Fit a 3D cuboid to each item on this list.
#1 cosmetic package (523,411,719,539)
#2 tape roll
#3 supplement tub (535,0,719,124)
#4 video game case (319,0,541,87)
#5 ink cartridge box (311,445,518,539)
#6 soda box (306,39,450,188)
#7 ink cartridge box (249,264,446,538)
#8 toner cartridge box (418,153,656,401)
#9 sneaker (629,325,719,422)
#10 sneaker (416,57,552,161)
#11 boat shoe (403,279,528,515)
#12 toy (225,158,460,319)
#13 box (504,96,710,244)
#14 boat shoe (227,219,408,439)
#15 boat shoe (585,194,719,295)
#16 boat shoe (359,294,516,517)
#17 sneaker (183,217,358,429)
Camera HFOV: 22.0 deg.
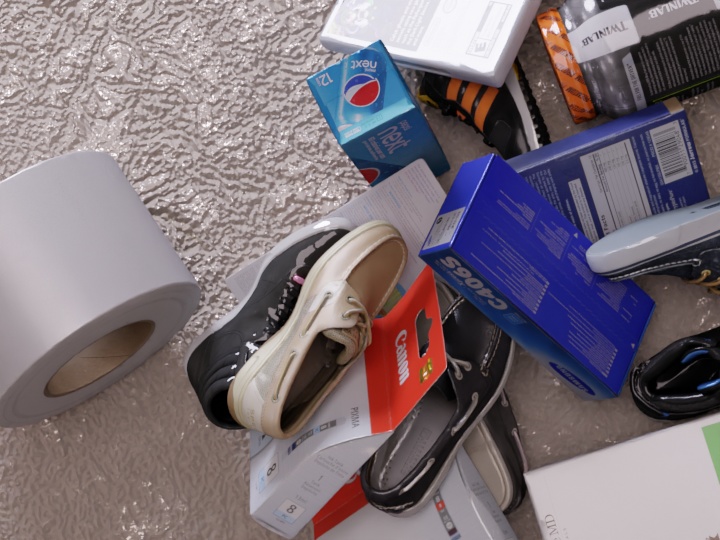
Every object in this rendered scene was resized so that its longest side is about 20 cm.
[{"bbox_3d":[0.239,0.181,1.468,0.199,0.085,0.108,-19,82,6],"label":"cosmetic package"},{"bbox_3d":[-0.249,0.017,1.520,0.202,0.203,0.139,-35,76,3],"label":"tape roll"},{"bbox_3d":[0.251,-0.198,1.504,0.199,0.123,0.123,-21,78,6],"label":"supplement tub"},{"bbox_3d":[0.080,-0.258,1.549,0.181,0.023,0.201,17,75,34],"label":"video game case"},{"bbox_3d":[0.025,0.199,1.494,0.162,0.050,0.200,-37,79,25],"label":"ink cartridge box"},{"bbox_3d":[0.018,-0.116,1.491,0.068,0.200,0.064,-28,75,4],"label":"soda box"},{"bbox_3d":[-0.014,0.091,1.461,0.047,0.160,0.200,32,115,-20],"label":"ink cartridge box"},{"bbox_3d":[0.142,0.008,1.454,0.200,0.043,0.095,41,61,-24],"label":"toner cartridge box"},{"bbox_3d":[0.309,0.069,1.457,0.199,0.112,0.073,-24,81,6],"label":"sneaker"},{"bbox_3d":[0.097,-0.143,1.555,0.090,0.070,0.201,-23,74,12],"label":"sneaker"},{"bbox_3d":[0.086,0.104,1.516,0.067,0.057,0.201,-21,81,26],"label":"boat shoe"},{"bbox_3d":[0.000,0.000,1.550,0.199,0.047,0.115,-32,102,12],"label":"toy"},{"bbox_3d":[0.180,-0.050,1.501,0.199,0.032,0.122,-21,119,2],"label":"box"},{"bbox_3d":[-0.020,0.048,1.436,0.065,0.072,0.200,19,63,47],"label":"boat shoe"},{"bbox_3d":[0.279,-0.007,1.465,0.199,0.071,0.091,-18,101,-14],"label":"boat shoe"},{"bbox_3d":[0.059,0.096,1.446,0.074,0.060,0.201,28,82,24],"label":"boat shoe"},{"bbox_3d":[-0.062,0.051,1.485,0.200,0.071,0.099,-45,35,19],"label":"sneaker"}]
